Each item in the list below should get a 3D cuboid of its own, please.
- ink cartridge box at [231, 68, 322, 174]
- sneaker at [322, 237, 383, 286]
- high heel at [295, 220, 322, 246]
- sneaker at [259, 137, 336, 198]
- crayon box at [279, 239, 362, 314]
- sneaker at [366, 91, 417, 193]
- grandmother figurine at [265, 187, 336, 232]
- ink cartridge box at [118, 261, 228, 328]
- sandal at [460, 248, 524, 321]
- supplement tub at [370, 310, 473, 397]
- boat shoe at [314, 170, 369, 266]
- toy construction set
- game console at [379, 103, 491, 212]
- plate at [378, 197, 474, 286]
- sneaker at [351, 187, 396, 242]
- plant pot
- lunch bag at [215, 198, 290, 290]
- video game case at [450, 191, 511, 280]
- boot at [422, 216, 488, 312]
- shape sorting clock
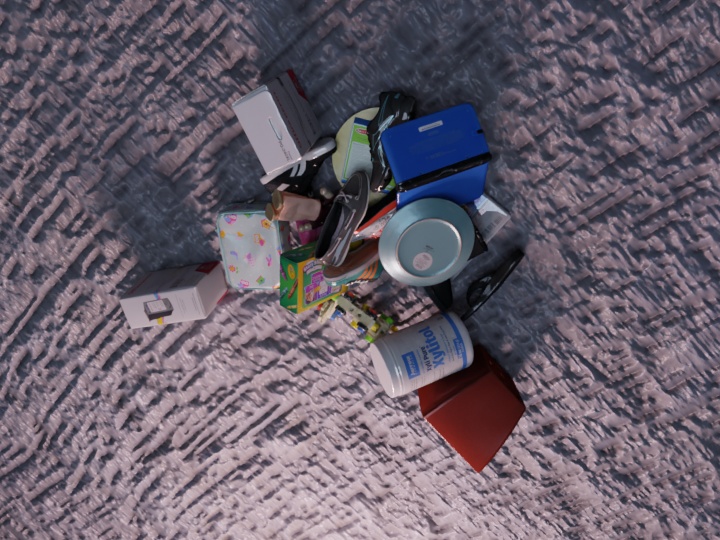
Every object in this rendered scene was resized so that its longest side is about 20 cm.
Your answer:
[{"bbox_3d":[-0.156,-0.292,1.233,0.082,0.201,0.147,-20,110,18],"label":"ink cartridge box"},{"bbox_3d":[0.000,0.000,1.356,0.071,0.199,0.081,24,129,37],"label":"sneaker"},{"bbox_3d":[-0.127,-0.034,1.419,0.094,0.068,0.203,15,112,-9],"label":"high heel"},{"bbox_3d":[-0.109,-0.196,1.346,0.198,0.073,0.113,-21,114,31],"label":"sneaker"},{"bbox_3d":[-0.082,0.000,1.362,0.058,0.199,0.121,24,123,36],"label":"crayon box"},{"bbox_3d":[0.048,-0.253,1.256,0.078,0.075,0.203,22,108,10],"label":"sneaker"},{"bbox_3d":[-0.093,-0.129,1.332,0.197,0.061,0.121,4,148,-34],"label":"grandmother figurine"},{"bbox_3d":[-0.429,0.055,1.476,0.197,0.148,0.087,-10,112,15],"label":"ink cartridge box"},{"bbox_3d":[0.279,0.026,1.389,0.048,0.075,0.201,42,109,16],"label":"sandal"},{"bbox_3d":[0.134,0.181,1.385,0.197,0.132,0.134,-21,114,-13],"label":"supplement tub"},{"bbox_3d":[-0.037,-0.104,1.268,0.066,0.057,0.203,26,100,42],"label":"boat shoe"},{"bbox_3d":[-0.006,0.107,1.451,0.197,0.131,0.093,22,86,6],"label":"toy construction set"},{"bbox_3d":[0.143,-0.205,1.246,0.197,0.118,0.173,-20,88,-11],"label":"game console"},{"bbox_3d":[0.134,-0.048,1.262,0.196,0.026,0.203,-5,123,-7],"label":"plate"},{"bbox_3d":[0.051,-0.088,1.327,0.200,0.068,0.108,-34,120,15],"label":"sneaker"},{"bbox_3d":[0.259,0.293,1.451,0.176,0.200,0.200,-41,103,12],"label":"plant pot"},{"bbox_3d":[-0.240,-0.058,1.428,0.157,0.077,0.203,1,115,11],"label":"lunch bag"},{"bbox_3d":[0.190,-0.102,1.362,0.181,0.024,0.201,37,117,-8],"label":"video game case"},{"bbox_3d":[0.196,-0.018,1.348,0.161,0.074,0.199,-31,123,9],"label":"boot"},{"bbox_3d":[0.039,-0.234,1.316,0.196,0.039,0.203,2,113,5],"label":"shape sorting clock"}]
